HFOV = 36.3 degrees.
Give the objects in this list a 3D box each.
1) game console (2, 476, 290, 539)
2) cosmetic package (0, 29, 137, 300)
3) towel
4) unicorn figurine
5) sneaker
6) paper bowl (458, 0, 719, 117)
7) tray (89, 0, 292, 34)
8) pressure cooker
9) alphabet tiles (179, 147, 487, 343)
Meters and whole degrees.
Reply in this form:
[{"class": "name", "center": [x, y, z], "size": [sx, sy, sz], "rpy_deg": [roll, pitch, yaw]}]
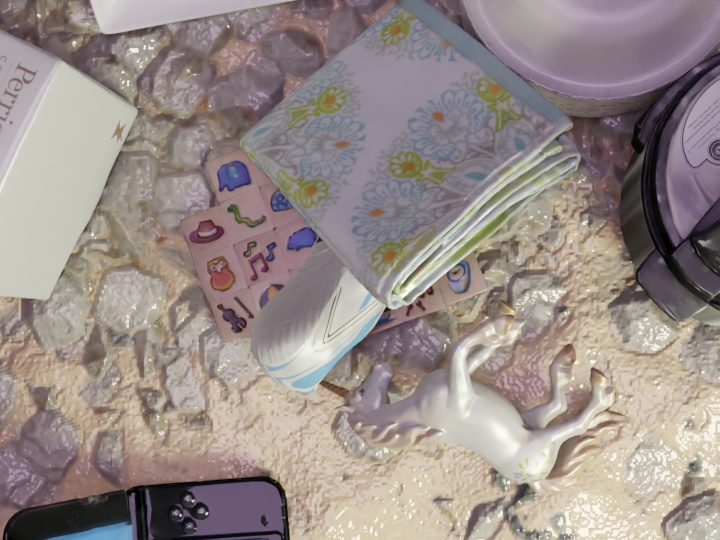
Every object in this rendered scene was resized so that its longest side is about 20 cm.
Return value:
[{"class": "game console", "center": [-0.136, 0.254, 0.758], "size": [0.171, 0.119, 0.201], "rpy_deg": [-5, 86, 6]}, {"class": "cosmetic package", "center": [-0.298, -0.096, 0.774], "size": [0.199, 0.166, 0.168], "rpy_deg": [25, 89, 6]}, {"class": "towel", "center": [0.029, -0.087, 0.755], "size": [0.171, 0.048, 0.200], "rpy_deg": [-39, 55, -5]}, {"class": "unicorn figurine", "center": [0.080, 0.091, 0.763], "size": [0.200, 0.074, 0.138], "rpy_deg": [36, 102, 2]}, {"class": "sneaker", "center": [0.000, 0.000, 0.786], "size": [0.072, 0.073, 0.200], "rpy_deg": [34, 78, 35]}, {"class": "paper bowl", "center": [0.166, -0.214, 0.760], "size": [0.200, 0.104, 0.202], "rpy_deg": [-1, 85, 7]}, {"class": "tray", "center": [-0.112, -0.245, 0.816], "size": [0.199, 0.022, 0.108], "rpy_deg": [-8, 120, 6]}, {"class": "pressure cooker", "center": [0.260, -0.051, 0.690], "size": [0.178, 0.200, 0.177], "rpy_deg": [4, 88, 7]}, {"class": "alphabet tiles", "center": [-0.028, -0.027, 0.819], "size": [0.199, 0.008, 0.168], "rpy_deg": [-21, 85, 5]}]
